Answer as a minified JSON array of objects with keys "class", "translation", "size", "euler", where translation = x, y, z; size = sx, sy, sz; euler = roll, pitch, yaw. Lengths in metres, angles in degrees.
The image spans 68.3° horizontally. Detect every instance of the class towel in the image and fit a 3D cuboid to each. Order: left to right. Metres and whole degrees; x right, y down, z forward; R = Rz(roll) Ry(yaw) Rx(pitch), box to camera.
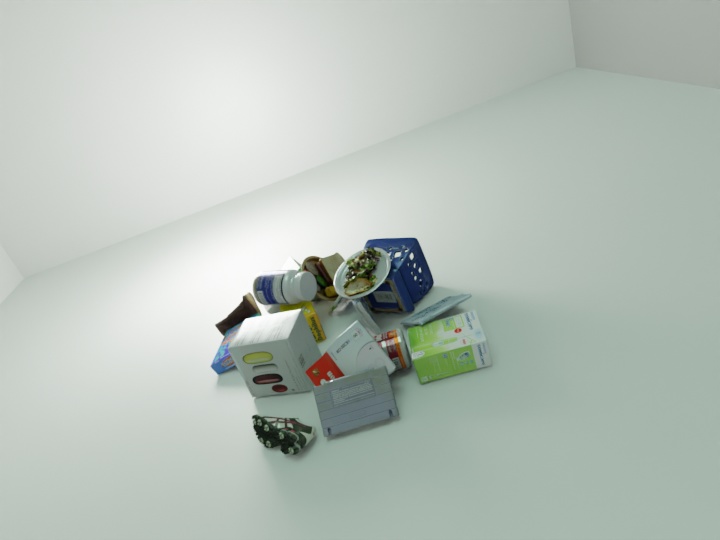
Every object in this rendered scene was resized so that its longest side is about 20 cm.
[{"class":"towel","translation":[0.005,0.110,1.686],"size":[0.024,0.148,0.200],"euler":[-33,27,4]}]

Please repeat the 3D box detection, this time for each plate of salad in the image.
[{"class":"plate of salad","translation":[0.000,0.000,1.638],"size":[0.198,0.048,0.202],"euler":[-21,42,19]}]

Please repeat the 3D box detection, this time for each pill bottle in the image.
[{"class":"pill bottle","translation":[-0.250,0.056,1.756],"size":[0.197,0.117,0.116],"euler":[-3,31,31]},{"class":"pill bottle","translation":[0.034,0.240,1.467],"size":[0.197,0.111,0.110],"euler":[-17,27,5]}]

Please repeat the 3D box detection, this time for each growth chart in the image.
[{"class":"growth chart","translation":[-0.027,0.064,1.840],"size":[0.199,0.018,0.145],"euler":[-38,-12,-34]}]

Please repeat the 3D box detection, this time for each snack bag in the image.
[{"class":"snack bag","translation":[0.225,0.118,1.569],"size":[0.187,0.022,0.200],"euler":[-26,0,-14]}]

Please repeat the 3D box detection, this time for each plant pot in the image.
[{"class":"plant pot","translation":[0.101,0.024,1.732],"size":[0.197,0.202,0.181],"euler":[-1,40,34]}]

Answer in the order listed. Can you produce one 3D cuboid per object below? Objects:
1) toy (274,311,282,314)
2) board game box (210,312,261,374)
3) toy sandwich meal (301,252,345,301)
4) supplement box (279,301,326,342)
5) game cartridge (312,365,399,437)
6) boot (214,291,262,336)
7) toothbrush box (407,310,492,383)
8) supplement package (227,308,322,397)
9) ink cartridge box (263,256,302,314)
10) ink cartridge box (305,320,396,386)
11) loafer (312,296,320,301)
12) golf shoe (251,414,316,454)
[{"class":"toy","translation":[-0.296,0.203,1.762],"size":[0.116,0.047,0.200],"euler":[-63,11,-19]},{"class":"board game box","translation":[-0.414,0.245,1.804],"size":[0.151,0.045,0.201],"euler":[-30,23,18]},{"class":"toy sandwich meal","translation":[-0.115,0.015,1.848],"size":[0.070,0.205,0.206],"euler":[-41,13,34]},{"class":"supplement box","translation":[-0.199,0.160,1.777],"size":[0.108,0.110,0.200],"euler":[-23,27,-6]},{"class":"game cartridge","translation":[-0.013,0.327,1.335],"size":[0.197,0.132,0.038],"euler":[-17,-17,6]},{"class":"boot","translation":[-0.438,0.163,1.882],"size":[0.165,0.201,0.073],"euler":[-28,67,-13]},{"class":"toothbrush box","translation":[0.235,0.203,1.423],"size":[0.197,0.087,0.146],"euler":[-15,27,8]},{"class":"supplement package","translation":[-0.245,0.245,1.561],"size":[0.197,0.193,0.148],"euler":[-11,27,19]},{"class":"ink cartridge box","translation":[-0.269,0.069,1.931],"size":[0.201,0.084,0.146],"euler":[-53,29,1]},{"class":"ink cartridge box","translation":[-0.029,0.258,1.390],"size":[0.199,0.057,0.163],"euler":[-39,73,-7]},{"class":"loafer","translation":[-0.129,0.064,1.944],"size":[0.197,0.077,0.068],"euler":[-22,21,-4]},{"class":"golf shoe","translation":[-0.203,0.416,1.374],"size":[0.198,0.079,0.087],"euler":[9,18,40]}]
